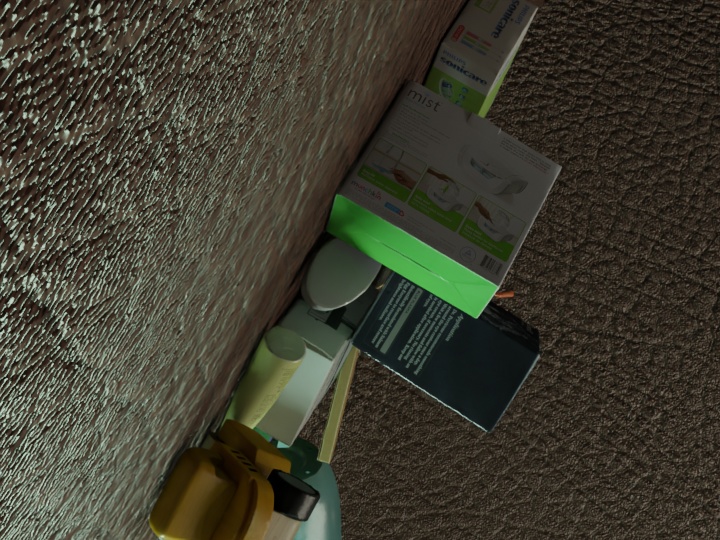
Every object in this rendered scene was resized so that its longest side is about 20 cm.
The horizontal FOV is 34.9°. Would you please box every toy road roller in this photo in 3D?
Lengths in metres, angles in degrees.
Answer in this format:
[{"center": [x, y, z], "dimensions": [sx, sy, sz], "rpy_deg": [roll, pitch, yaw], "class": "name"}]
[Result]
[{"center": [-0.149, 0.227, 1.166], "dimensions": [0.124, 0.145, 0.200], "rpy_deg": [-61, -146, 0], "class": "toy road roller"}]

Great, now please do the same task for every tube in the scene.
[{"center": [-0.122, 0.146, 1.285], "dimensions": [0.201, 0.058, 0.052], "rpy_deg": [-60, -140, 37], "class": "tube"}]

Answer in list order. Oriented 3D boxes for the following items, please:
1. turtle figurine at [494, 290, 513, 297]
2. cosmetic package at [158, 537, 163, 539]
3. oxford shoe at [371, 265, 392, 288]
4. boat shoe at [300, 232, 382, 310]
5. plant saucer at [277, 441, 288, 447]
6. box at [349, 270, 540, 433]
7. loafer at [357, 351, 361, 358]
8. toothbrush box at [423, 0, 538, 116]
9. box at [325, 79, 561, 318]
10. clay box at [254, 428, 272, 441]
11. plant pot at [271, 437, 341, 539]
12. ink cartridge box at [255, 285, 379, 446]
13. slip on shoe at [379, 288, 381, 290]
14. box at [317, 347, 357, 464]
[{"center": [0.138, -0.054, 1.410], "dimensions": [0.064, 0.162, 0.200], "rpy_deg": [-15, -164, 15], "class": "turtle figurine"}, {"center": [-0.160, 0.298, 1.393], "dimensions": [0.082, 0.112, 0.200], "rpy_deg": [-61, 174, -1], "class": "cosmetic package"}, {"center": [0.000, 0.000, 1.520], "dimensions": [0.073, 0.071, 0.200], "rpy_deg": [-21, 154, -47], "class": "oxford shoe"}, {"center": [-0.013, -0.025, 1.320], "dimensions": [0.066, 0.072, 0.201], "rpy_deg": [-29, -156, 53], "class": "boat shoe"}, {"center": [-0.064, 0.158, 1.619], "dimensions": [0.201, 0.019, 0.070], "rpy_deg": [-62, 176, -21], "class": "plant saucer"}, {"center": [0.111, 0.083, 1.418], "dimensions": [0.118, 0.199, 0.197], "rpy_deg": [-58, 175, 9], "class": "box"}, {"center": [-0.037, 0.084, 1.810], "dimensions": [0.200, 0.068, 0.076], "rpy_deg": [74, 34, -61], "class": "loafer"}, {"center": [0.142, -0.256, 1.511], "dimensions": [0.146, 0.086, 0.200], "rpy_deg": [-58, 176, -33], "class": "toothbrush box"}, {"center": [0.092, -0.082, 1.265], "dimensions": [0.177, 0.199, 0.097], "rpy_deg": [-60, 177, -27], "class": "box"}, {"center": [-0.098, 0.151, 1.603], "dimensions": [0.116, 0.047, 0.200], "rpy_deg": [-63, 175, 21], "class": "clay box"}, {"center": [-0.122, 0.347, 1.716], "dimensions": [0.201, 0.199, 0.162], "rpy_deg": [-54, 151, -61], "class": "plant pot"}, {"center": [-0.063, 0.100, 1.414], "dimensions": [0.147, 0.083, 0.200], "rpy_deg": [-63, 175, 29], "class": "ink cartridge box"}, {"center": [0.010, 0.007, 1.762], "dimensions": [0.061, 0.076, 0.200], "rpy_deg": [-55, 180, 2], "class": "slip on shoe"}, {"center": [-0.026, 0.174, 1.700], "dimensions": [0.163, 0.021, 0.202], "rpy_deg": [-20, 123, -87], "class": "box"}]
